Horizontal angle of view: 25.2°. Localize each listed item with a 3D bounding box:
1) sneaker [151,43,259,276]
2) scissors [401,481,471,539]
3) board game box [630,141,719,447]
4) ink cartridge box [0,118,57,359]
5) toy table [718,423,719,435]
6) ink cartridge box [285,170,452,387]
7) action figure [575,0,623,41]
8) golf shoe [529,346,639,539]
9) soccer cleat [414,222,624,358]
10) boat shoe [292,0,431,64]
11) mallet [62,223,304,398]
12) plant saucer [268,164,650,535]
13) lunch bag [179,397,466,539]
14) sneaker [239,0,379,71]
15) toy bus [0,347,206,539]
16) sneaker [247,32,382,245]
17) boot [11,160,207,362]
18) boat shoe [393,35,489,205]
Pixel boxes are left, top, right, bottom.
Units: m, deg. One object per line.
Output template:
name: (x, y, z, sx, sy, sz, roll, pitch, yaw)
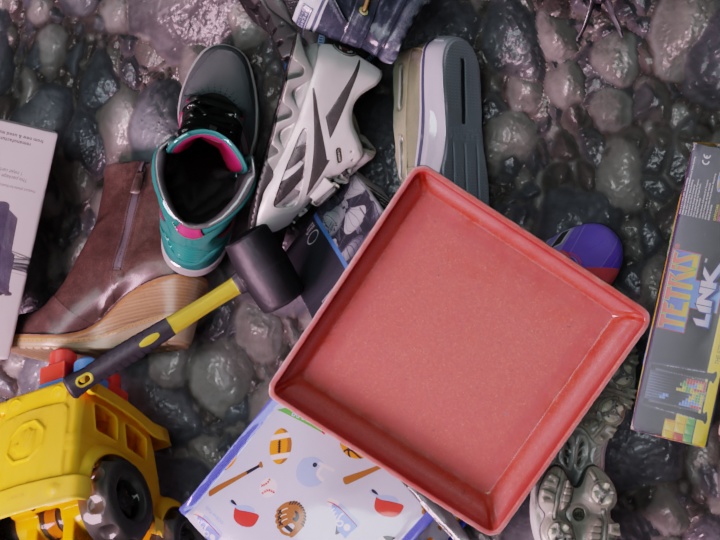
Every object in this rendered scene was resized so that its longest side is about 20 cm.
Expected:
sneaker: (-0.122, -0.105, 1.300, 0.083, 0.121, 0.201, 9, 75, -7)
scissors: (0.022, 0.144, 1.194, 0.073, 0.014, 0.200, -22, 66, -7)
board game box: (0.241, 0.017, 1.149, 0.057, 0.165, 0.201, 13, 90, 10)
ink cartridge box: (-0.344, -0.035, 1.388, 0.145, 0.084, 0.201, 16, 93, 56)
toy table: (0.339, 0.126, 1.133, 0.183, 0.117, 0.200, 23, 96, 20)
ink cartridge box: (0.000, 0.000, 1.245, 0.100, 0.039, 0.200, -52, 28, 9)
action figure: (0.175, -0.283, 1.232, 0.118, 0.102, 0.201, -6, 83, 9)
golf shoe: (0.156, 0.123, 1.218, 0.078, 0.097, 0.201, 12, 77, -7)
soccer cleat: (0.118, 0.022, 1.218, 0.200, 0.073, 0.068, -31, 72, -10)
boat shoe: (0.023, -0.254, 1.288, 0.091, 0.071, 0.201, 27, 64, -4)
mallet: (-0.135, 0.047, 1.250, 0.200, 0.041, 0.066, -39, 97, -1)
plant saucer: (0.069, 0.056, 1.147, 0.199, 0.037, 0.200, 33, 100, -5)
lunch bag: (-0.006, 0.167, 1.256, 0.170, 0.124, 0.200, 39, 94, 21)
sneaker: (-0.056, -0.233, 1.342, 0.082, 0.073, 0.200, -29, 78, -6)
toy bus: (-0.215, 0.165, 1.327, 0.135, 0.200, 0.192, -20, 51, 24)
sneaker: (-0.037, -0.081, 1.283, 0.088, 0.074, 0.200, 15, 115, -8)
boot: (-0.220, -0.007, 1.393, 0.199, 0.072, 0.167, -6, 72, 22)
boat shoe: (0.060, -0.086, 1.288, 0.062, 0.072, 0.201, -4, 81, 45)
